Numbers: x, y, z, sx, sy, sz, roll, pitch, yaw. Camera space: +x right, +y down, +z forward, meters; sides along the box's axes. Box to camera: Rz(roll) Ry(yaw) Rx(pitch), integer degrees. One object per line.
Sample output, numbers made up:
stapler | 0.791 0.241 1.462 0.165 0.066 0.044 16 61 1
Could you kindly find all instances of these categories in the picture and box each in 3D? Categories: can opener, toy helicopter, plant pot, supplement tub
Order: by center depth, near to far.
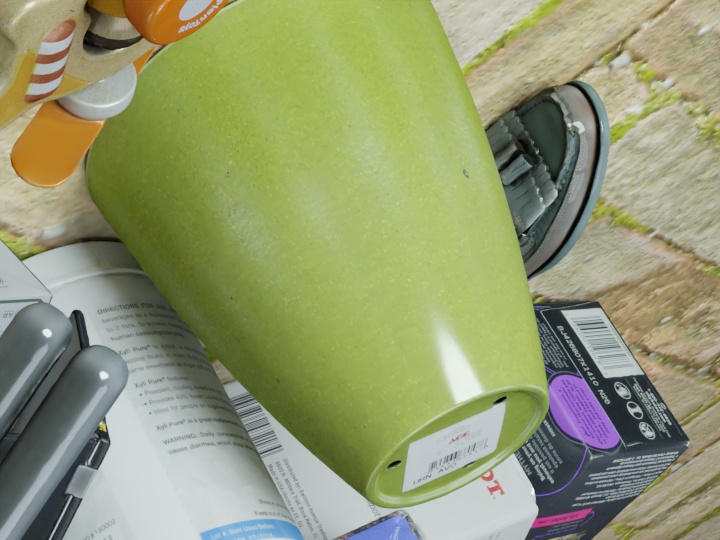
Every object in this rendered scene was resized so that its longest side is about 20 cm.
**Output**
can opener | -0.157 0.103 0.846 0.201 0.053 0.067 -55 178 5
toy helicopter | -0.132 -0.076 0.878 0.200 0.079 0.132 -39 167 -5
plant pot | 0.000 0.000 1.030 0.186 0.201 0.188 -24 154 -13
supplement tub | -0.115 0.102 1.090 0.131 0.201 0.132 -23 153 -12

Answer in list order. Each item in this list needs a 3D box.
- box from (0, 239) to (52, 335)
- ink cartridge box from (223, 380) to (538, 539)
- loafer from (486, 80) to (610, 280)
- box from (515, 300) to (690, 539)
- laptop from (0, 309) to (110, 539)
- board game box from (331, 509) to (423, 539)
box | -0.229 0.080 1.024 0.116 0.060 0.201 -4 125 -44
ink cartridge box | -0.020 0.130 1.303 0.199 0.146 0.084 -18 151 -22
loafer | 0.069 -0.025 1.215 0.062 0.072 0.200 -7 148 -28
box | 0.091 0.126 1.442 0.106 0.123 0.200 -1 142 -47
laptop | -0.196 0.117 0.940 0.115 0.200 0.188 23 107 -20
board game box | -0.026 0.237 1.208 0.159 0.097 0.200 -23 153 -13
